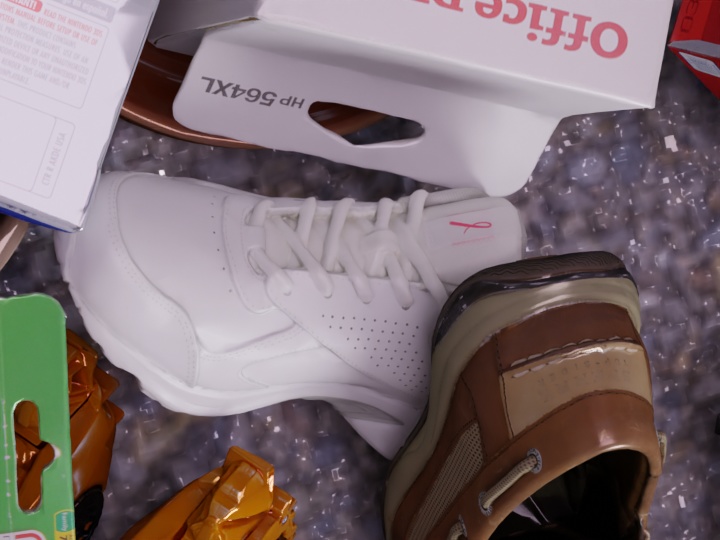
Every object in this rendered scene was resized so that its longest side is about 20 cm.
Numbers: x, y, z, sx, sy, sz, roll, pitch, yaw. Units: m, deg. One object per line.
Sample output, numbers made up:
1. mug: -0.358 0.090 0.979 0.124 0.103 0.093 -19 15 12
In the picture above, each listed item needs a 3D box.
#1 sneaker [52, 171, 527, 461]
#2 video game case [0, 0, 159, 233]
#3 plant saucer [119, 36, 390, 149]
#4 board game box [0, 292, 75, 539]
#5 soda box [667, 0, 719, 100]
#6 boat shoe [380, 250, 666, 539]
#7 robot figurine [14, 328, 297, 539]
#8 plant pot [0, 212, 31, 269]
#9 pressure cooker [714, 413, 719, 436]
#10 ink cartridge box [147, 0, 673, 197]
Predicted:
1. sneaker: 0.000 0.000 0.781 0.199 0.099 0.078 16 50 -39
2. video game case: -0.141 -0.129 0.690 0.199 0.045 0.182 21 86 -17
3. plant saucer: -0.037 -0.140 0.826 0.199 0.032 0.202 -1 92 -17
4. board game box: -0.178 0.057 0.697 0.198 0.030 0.096 -4 108 -12
5. soda box: 0.158 -0.070 0.808 0.063 0.200 0.070 16 85 23
6. boat shoe: 0.051 0.076 0.777 0.075 0.200 0.074 -13 58 -9
7. robot figurine: -0.116 0.119 0.757 0.144 0.058 0.200 31 63 18
8. plant pot: -0.191 -0.061 0.747 0.199 0.093 0.203 -1 92 -19
9. pressure cooker: 0.214 0.096 0.840 0.175 0.178 0.202 9 88 -38
10. ink cartridge box: 0.023 -0.130 0.764 0.128 0.125 0.202 10 88 -18
